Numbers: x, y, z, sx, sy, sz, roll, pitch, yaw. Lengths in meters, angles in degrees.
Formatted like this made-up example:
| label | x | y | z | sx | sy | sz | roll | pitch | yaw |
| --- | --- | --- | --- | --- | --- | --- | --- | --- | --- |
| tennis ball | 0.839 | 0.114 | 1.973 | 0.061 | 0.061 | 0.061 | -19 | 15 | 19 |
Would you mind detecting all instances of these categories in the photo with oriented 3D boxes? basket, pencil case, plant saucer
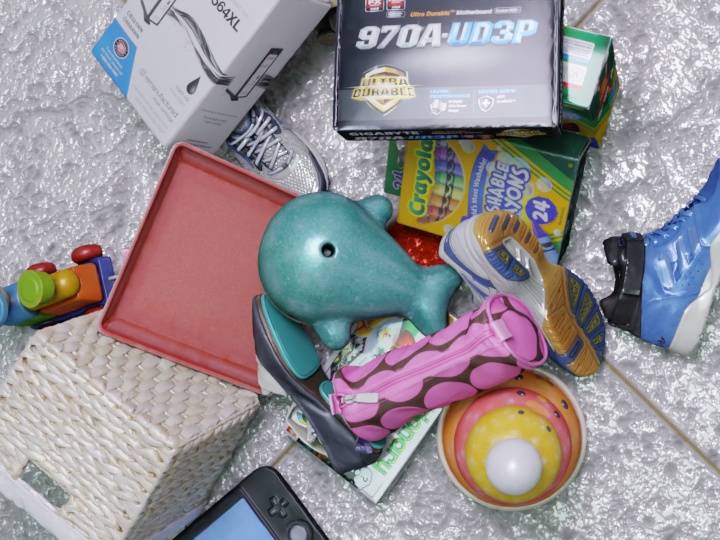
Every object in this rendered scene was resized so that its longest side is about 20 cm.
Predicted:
| label | x | y | z | sx | sy | sz | roll | pitch | yaw |
| --- | --- | --- | --- | --- | --- | --- | --- | --- | --- |
| basket | -0.240 | 0.154 | 1.277 | 0.198 | 0.200 | 0.161 | 37 | 110 | 13 |
| pencil case | 0.069 | 0.092 | 1.207 | 0.200 | 0.094 | 0.091 | -30 | 62 | 25 |
| plant saucer | -0.137 | 0.000 | 1.296 | 0.199 | 0.037 | 0.201 | 23 | 90 | -23 |

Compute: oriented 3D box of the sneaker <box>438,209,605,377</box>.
| label | x | y | z | sx | sy | sz | roll | pitch | yaw |
| --- | --- | --- | --- | --- | --- | --- | --- | --- | --- |
| sneaker | 0.157 | 0.024 | 1.257 | 0.200 | 0.088 | 0.075 | 51 | 55 | -17 |

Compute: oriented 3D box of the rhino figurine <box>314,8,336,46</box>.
| label | x | y | z | sx | sy | sz | roll | pitch | yaw |
| --- | --- | --- | --- | --- | --- | --- | --- | --- | --- |
| rhino figurine | 0.023 | -0.293 | 1.329 | 0.199 | 0.060 | 0.088 | -11 | 60 | 12 |

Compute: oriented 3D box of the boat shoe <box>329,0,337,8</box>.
| label | x | y | z | sx | sy | sz | roll | pitch | yaw |
| --- | --- | --- | --- | --- | --- | --- | --- | --- | --- |
| boat shoe | -0.068 | -0.324 | 1.306 | 0.071 | 0.065 | 0.200 | -42 | 46 | -5 |

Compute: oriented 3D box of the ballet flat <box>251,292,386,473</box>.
| label | x | y | z | sx | sy | sz | roll | pitch | yaw |
| --- | --- | --- | --- | --- | --- | --- | --- | --- | --- |
| ballet flat | -0.059 | 0.117 | 1.279 | 0.073 | 0.073 | 0.200 | -39 | 86 | 9 |

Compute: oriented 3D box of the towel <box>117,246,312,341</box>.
| label | x | y | z | sx | sy | sz | roll | pitch | yaw |
| --- | --- | --- | --- | --- | --- | --- | --- | --- | --- |
| towel | -0.153 | 0.028 | 1.369 | 0.199 | 0.030 | 0.147 | -11 | 84 | 13 |

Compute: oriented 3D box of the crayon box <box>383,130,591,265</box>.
| label | x | y | z | sx | sy | sz | roll | pitch | yaw |
| --- | --- | --- | --- | --- | --- | --- | --- | --- | --- |
| crayon box | 0.112 | -0.090 | 1.267 | 0.199 | 0.052 | 0.126 | 17 | 127 | 16 |

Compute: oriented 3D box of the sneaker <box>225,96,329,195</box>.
| label | x | y | z | sx | sy | sz | roll | pitch | yaw |
| --- | --- | --- | --- | --- | --- | --- | --- | --- | --- |
| sneaker | -0.113 | -0.139 | 1.342 | 0.077 | 0.085 | 0.200 | -44 | 78 | 8 |

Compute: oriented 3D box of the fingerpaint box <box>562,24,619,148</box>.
| label | x | y | z | sx | sy | sz | roll | pitch | yaw |
| --- | --- | --- | --- | --- | --- | --- | --- | --- | --- |
| fingerpaint box | 0.137 | -0.189 | 1.239 | 0.199 | 0.167 | 0.074 | 17 | 88 | 14 |

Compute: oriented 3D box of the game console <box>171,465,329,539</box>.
| label | x | y | z | sx | sy | sz | roll | pitch | yaw |
| --- | --- | --- | --- | --- | --- | --- | --- | --- | --- |
| game console | -0.128 | 0.322 | 1.295 | 0.200 | 0.116 | 0.176 | -40 | 78 | 8 |

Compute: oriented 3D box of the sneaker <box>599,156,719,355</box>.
| label | x | y | z | sx | sy | sz | roll | pitch | yaw |
| --- | --- | --- | --- | --- | --- | --- | --- | --- | --- |
| sneaker | 0.291 | -0.031 | 1.233 | 0.111 | 0.077 | 0.201 | 18 | 97 | 6 |

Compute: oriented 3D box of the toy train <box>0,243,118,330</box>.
| label | x | y | z | sx | sy | sz | roll | pitch | yaw |
| --- | --- | --- | --- | --- | --- | --- | --- | --- | --- |
| toy train | -0.301 | 0.015 | 1.342 | 0.199 | 0.116 | 0.085 | -18 | 82 | 30 |

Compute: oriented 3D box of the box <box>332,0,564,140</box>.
| label | x | y | z | sx | sy | sz | roll | pitch | yaw |
| --- | --- | --- | --- | --- | --- | --- | --- | --- | --- |
| box | 0.079 | -0.196 | 1.144 | 0.199 | 0.046 | 0.160 | 1 | 84 | 14 |

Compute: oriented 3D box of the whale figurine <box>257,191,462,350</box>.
| label | x | y | z | sx | sy | sz | roll | pitch | yaw |
| --- | --- | --- | --- | --- | --- | --- | --- | --- | --- |
| whale figurine | 0.000 | 0.000 | 1.249 | 0.199 | 0.104 | 0.160 | 21 | 81 | -2 |

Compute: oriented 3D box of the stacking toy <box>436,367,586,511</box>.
| label | x | y | z | sx | sy | sz | roll | pitch | yaw |
| --- | --- | --- | --- | --- | --- | --- | --- | --- | --- |
| stacking toy | 0.142 | 0.167 | 1.188 | 0.145 | 0.200 | 0.147 | 0 | 94 | 3 |

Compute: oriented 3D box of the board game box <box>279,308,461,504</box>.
| label | x | y | z | sx | sy | sz | roll | pitch | yaw |
| --- | --- | --- | --- | --- | --- | --- | --- | --- | --- |
| board game box | 0.026 | 0.116 | 1.312 | 0.126 | 0.035 | 0.200 | 35 | 95 | 14 |

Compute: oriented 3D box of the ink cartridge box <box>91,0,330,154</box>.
| label | x | y | z | sx | sy | sz | roll | pitch | yaw |
| --- | --- | --- | --- | --- | --- | --- | --- | --- | --- |
| ink cartridge box | -0.147 | -0.237 | 1.268 | 0.200 | 0.084 | 0.146 | -49 | 65 | 22 |
